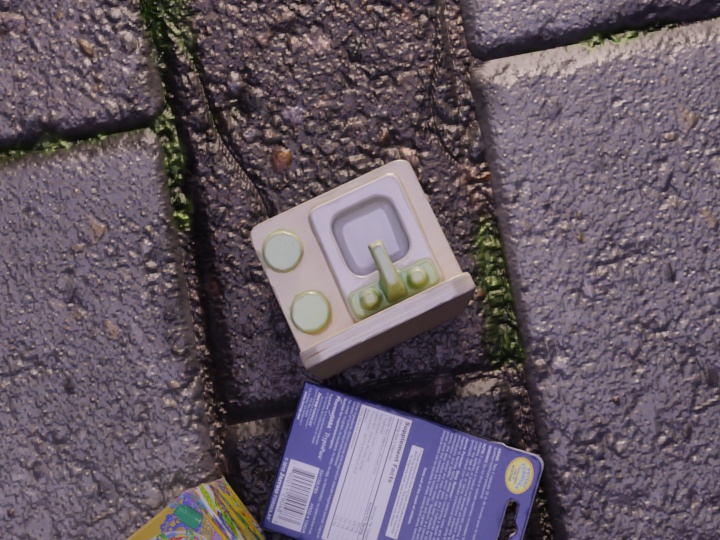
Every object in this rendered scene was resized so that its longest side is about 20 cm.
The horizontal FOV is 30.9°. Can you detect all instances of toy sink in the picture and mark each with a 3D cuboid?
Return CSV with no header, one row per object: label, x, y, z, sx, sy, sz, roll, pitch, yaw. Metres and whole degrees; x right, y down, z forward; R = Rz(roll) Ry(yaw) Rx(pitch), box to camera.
toy sink,0.000,0.000,0.958,0.129,0.200,0.113,-26,83,0

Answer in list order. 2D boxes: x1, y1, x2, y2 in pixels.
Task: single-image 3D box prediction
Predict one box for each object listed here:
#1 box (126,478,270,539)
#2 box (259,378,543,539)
box,-0.151,0.263,0.936,0.199,0.193,0.122,-39,84,-3
box,0.033,0.173,1.020,0.198,0.032,0.123,18,85,5
